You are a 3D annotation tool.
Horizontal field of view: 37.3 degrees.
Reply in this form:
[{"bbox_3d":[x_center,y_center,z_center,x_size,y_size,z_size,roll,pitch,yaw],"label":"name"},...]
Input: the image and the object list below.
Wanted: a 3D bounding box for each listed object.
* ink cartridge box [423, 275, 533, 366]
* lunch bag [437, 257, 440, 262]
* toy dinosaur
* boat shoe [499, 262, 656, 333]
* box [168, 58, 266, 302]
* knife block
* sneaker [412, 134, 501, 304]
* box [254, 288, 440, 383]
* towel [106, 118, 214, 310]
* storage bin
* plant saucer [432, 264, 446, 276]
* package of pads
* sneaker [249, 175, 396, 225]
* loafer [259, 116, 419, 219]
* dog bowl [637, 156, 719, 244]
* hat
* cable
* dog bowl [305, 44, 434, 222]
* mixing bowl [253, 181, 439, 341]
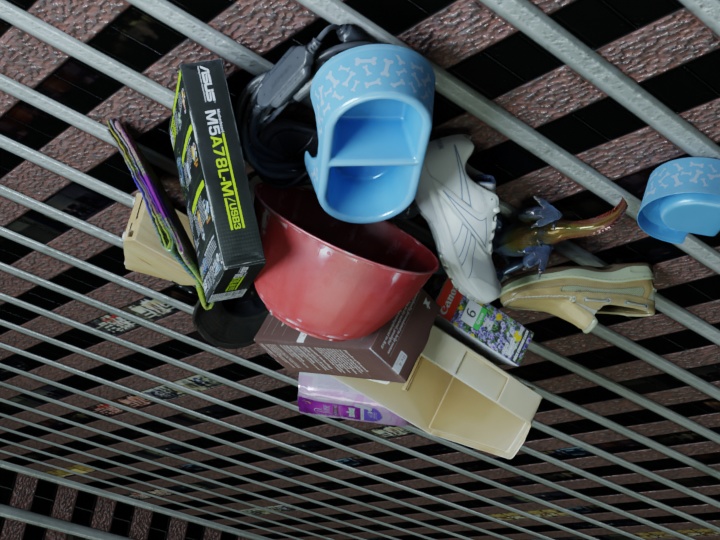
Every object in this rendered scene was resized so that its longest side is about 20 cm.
[{"bbox_3d":[0.095,0.044,1.260,0.200,0.050,0.109,33,165,-20],"label":"ink cartridge box"},{"bbox_3d":[0.066,0.032,1.390,0.199,0.082,0.176,6,152,3],"label":"lunch bag"},{"bbox_3d":[0.184,-0.020,1.225,0.199,0.105,0.181,0,175,-4],"label":"toy dinosaur"},{"bbox_3d":[0.260,0.036,1.259,0.199,0.076,0.072,-5,167,-11],"label":"boat shoe"},{"bbox_3d":[-0.143,-0.079,1.037,0.047,0.194,0.200,-9,171,-14],"label":"box"},{"bbox_3d":[-0.209,-0.021,1.360,0.175,0.064,0.200,14,163,-7],"label":"knife block"},{"bbox_3d":[0.112,-0.050,1.111,0.087,0.075,0.200,-23,119,8],"label":"sneaker"},{"bbox_3d":[-0.018,0.061,1.197,0.200,0.100,0.075,0,144,45],"label":"box"},{"bbox_3d":[-0.218,-0.062,1.175,0.023,0.200,0.144,-28,153,-4],"label":"towel"},{"bbox_3d":[0.084,0.133,1.295,0.200,0.094,0.198,34,167,-25],"label":"storage bin"},{"bbox_3d":[0.000,0.000,1.264,0.199,0.019,0.070,-5,171,35],"label":"plant saucer"},{"bbox_3d":[-0.007,0.205,1.791,0.199,0.076,0.121,8,153,3],"label":"package of pads"},{"bbox_3d":[-0.056,-0.050,1.249,0.200,0.075,0.084,22,148,-27],"label":"sneaker"},{"bbox_3d":[-0.017,-0.116,1.128,0.199,0.063,0.072,21,111,-28],"label":"loafer"},{"bbox_3d":[0.385,-0.066,1.092,0.199,0.050,0.112,9,156,-1],"label":"dog bowl"},{"bbox_3d":[-0.137,-0.003,1.333,0.081,0.201,0.201,46,177,33],"label":"hat"},{"bbox_3d":[-0.032,-0.148,1.022,0.163,0.051,0.200,13,137,-37],"label":"cable"},{"bbox_3d":[0.009,-0.116,0.975,0.111,0.050,0.200,-1,145,-8],"label":"dog bowl"},{"bbox_3d":[-0.032,0.002,1.072,0.200,0.109,0.200,22,-164,-6],"label":"mixing bowl"}]
